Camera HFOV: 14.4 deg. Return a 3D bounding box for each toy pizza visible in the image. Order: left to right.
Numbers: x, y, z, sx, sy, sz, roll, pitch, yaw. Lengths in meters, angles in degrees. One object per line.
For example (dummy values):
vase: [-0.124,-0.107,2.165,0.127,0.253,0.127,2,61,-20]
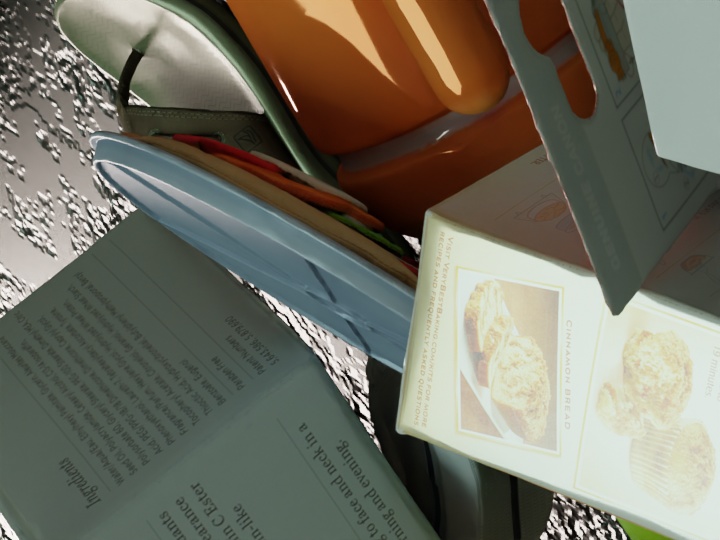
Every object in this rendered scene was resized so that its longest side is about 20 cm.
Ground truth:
toy pizza: [0.000,0.000,0.945,0.200,0.032,0.200,31,174,4]

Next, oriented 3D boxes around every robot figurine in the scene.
robot figurine: [0.018,-0.096,0.939,0.144,0.117,0.201,-14,111,55]

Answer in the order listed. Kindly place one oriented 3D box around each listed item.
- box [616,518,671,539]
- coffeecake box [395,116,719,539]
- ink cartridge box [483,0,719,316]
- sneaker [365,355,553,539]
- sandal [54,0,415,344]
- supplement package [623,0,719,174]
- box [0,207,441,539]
box: [0.157,0.064,0.976,0.122,0.048,0.200,54,151,-6]
coffeecake box: [0.136,0.022,0.807,0.199,0.153,0.073,20,118,26]
ink cartridge box: [0.063,-0.101,0.785,0.047,0.200,0.161,-9,115,34]
sneaker: [0.033,0.043,1.102,0.071,0.073,0.201,32,144,27]
sandal: [-0.055,-0.044,1.151,0.201,0.057,0.080,48,150,9]
supplement package: [0.161,-0.135,0.609,0.147,0.200,0.192,20,136,43]
box: [-0.055,0.109,1.153,0.199,0.130,0.200,57,171,-29]
